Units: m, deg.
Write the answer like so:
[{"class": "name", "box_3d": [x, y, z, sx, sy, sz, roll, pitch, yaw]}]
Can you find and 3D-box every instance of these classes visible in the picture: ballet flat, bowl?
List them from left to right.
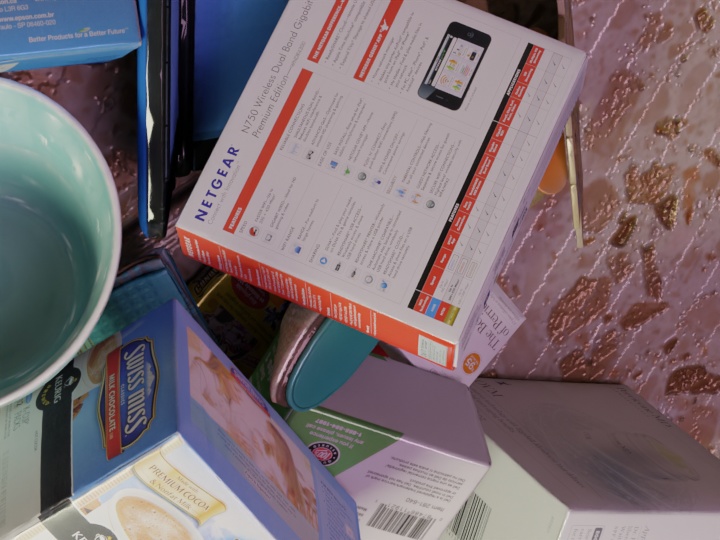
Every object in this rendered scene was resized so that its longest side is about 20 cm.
[{"class": "bowl", "box_3d": [-0.227, 0.000, 1.161, 0.200, 0.201, 0.105, -37, 165, -10]}, {"class": "ballet flat", "box_3d": [0.000, 0.000, 1.239, 0.200, 0.062, 0.068, -50, 143, -15]}]

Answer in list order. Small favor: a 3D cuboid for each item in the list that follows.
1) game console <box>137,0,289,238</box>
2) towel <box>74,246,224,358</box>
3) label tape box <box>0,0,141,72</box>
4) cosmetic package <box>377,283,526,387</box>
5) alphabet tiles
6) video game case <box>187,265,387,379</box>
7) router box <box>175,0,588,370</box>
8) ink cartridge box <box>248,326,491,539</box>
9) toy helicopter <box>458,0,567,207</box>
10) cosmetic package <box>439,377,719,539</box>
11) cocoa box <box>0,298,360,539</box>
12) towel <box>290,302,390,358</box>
[{"class": "game console", "box_3d": [-0.071, -0.138, 1.218, 0.117, 0.171, 0.201, 1, 116, -3]}, {"class": "towel", "box_3d": [-0.179, 0.088, 1.300, 0.199, 0.022, 0.147, -30, 125, -2]}, {"class": "label tape box", "box_3d": [-0.209, -0.209, 1.114, 0.142, 0.066, 0.202, -9, 90, -27]}, {"class": "cosmetic package", "box_3d": [0.021, -0.005, 1.320, 0.083, 0.051, 0.200, -48, 125, -7]}, {"class": "alphabet tiles", "box_3d": [0.136, -0.125, 1.330, 0.006, 0.167, 0.201, -3, 121, 8]}, {"class": "video game case", "box_3d": [-0.037, 0.049, 1.387, 0.181, 0.025, 0.200, -46, 129, -3]}, {"class": "router box", "box_3d": [0.015, -0.069, 1.197, 0.049, 0.178, 0.201, 86, 28, -70]}, {"class": "ink cartridge box", "box_3d": [-0.030, 0.151, 1.328, 0.144, 0.084, 0.201, 19, 121, -24]}, {"class": "toy helicopter", "box_3d": [0.080, -0.127, 1.302, 0.079, 0.132, 0.201, -30, 121, -25]}, {"class": "cosmetic package", "box_3d": [0.154, 0.172, 1.454, 0.199, 0.199, 0.124, 6, 111, -33]}, {"class": "cocoa box", "box_3d": [-0.100, 0.146, 1.179, 0.131, 0.134, 0.200, -31, 122, 14]}, {"class": "towel", "box_3d": [-0.005, 0.088, 1.397, 0.144, 0.022, 0.201, 8, 110, -34]}]
